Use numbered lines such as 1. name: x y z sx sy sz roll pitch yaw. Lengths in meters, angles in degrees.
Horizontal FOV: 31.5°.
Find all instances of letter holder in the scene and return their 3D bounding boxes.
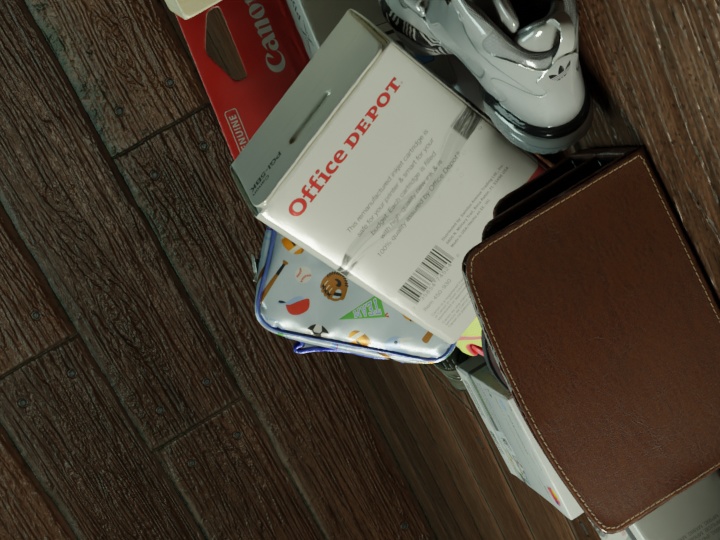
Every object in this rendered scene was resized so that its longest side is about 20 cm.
1. letter holder: 0.147 0.044 0.815 0.202 0.141 0.101 61 172 -10

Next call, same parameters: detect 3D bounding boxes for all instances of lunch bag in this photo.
1. lunch bag: 0.000 0.000 1.135 0.076 0.197 0.163 -106 28 -82

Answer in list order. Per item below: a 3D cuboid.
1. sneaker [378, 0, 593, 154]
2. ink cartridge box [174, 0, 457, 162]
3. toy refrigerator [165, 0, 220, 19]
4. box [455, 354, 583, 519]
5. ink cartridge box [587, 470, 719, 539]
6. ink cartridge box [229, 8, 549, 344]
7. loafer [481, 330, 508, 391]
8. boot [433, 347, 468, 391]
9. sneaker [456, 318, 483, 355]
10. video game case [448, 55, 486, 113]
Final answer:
1. sneaker: 0.071 -0.171 0.786 0.201 0.075 0.115 51 168 26
2. ink cartridge box: -0.045 -0.195 0.954 0.045 0.174 0.203 132 115 -76
3. toy refrigerator: -0.049 -0.245 0.812 0.077 0.198 0.070 61 172 -23
4. box: 0.186 0.184 1.462 0.157 0.041 0.200 62 173 -10
5. ink cartridge box: 0.221 0.166 1.007 0.201 0.084 0.146 56 172 15
6. ink cartridge box: 0.030 -0.063 0.900 0.199 0.147 0.083 34 -168 -33
7. loafer: 0.147 0.054 1.138 0.063 0.071 0.202 44 160 49
8. boot: 0.079 0.063 1.640 0.202 0.067 0.131 59 178 19
9. sneaker: 0.111 0.054 1.343 0.091 0.078 0.200 53 175 -4
10. video game case: 0.069 -0.143 1.086 0.202 0.023 0.182 64 172 -32
